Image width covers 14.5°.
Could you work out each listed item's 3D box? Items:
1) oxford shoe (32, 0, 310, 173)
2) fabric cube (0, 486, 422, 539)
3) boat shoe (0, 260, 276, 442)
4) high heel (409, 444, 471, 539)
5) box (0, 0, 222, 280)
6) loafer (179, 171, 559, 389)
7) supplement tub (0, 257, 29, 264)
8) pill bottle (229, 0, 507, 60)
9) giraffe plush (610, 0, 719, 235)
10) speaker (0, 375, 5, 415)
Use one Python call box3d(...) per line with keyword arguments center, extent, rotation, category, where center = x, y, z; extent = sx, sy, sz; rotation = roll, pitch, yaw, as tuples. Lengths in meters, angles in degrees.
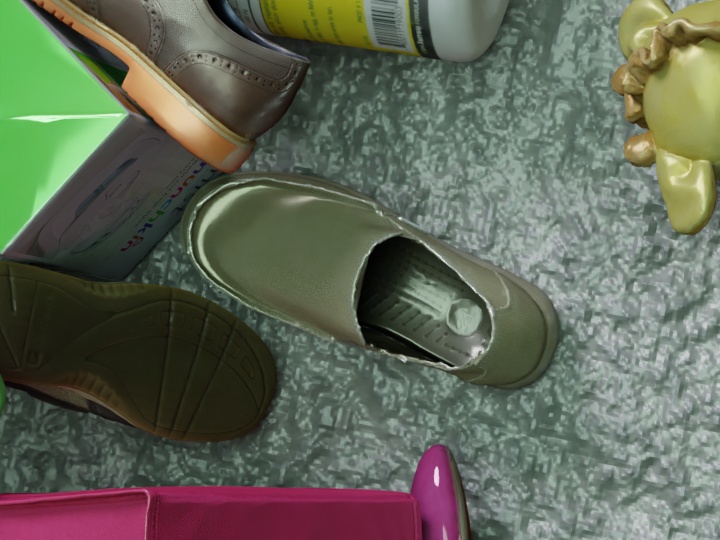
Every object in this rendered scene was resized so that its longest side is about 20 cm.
box3d(center=(-0.108, -0.138, 1.311), extent=(0.200, 0.071, 0.073), rotation=(43, 103, 0), category="oxford shoe")
box3d(center=(-0.106, 0.198, 1.292), extent=(0.196, 0.199, 0.200), rotation=(-5, 83, 36), category="fabric cube")
box3d(center=(-0.132, 0.033, 1.365), extent=(0.066, 0.201, 0.072), rotation=(15, 89, 52), category="boat shoe")
box3d(center=(0.006, 0.183, 1.357), extent=(0.096, 0.067, 0.200), rotation=(1, 89, 4), category="high heel")
box3d(center=(-0.180, -0.098, 1.375), extent=(0.097, 0.176, 0.200), rotation=(-46, 76, 8), category="box")
box3d(center=(0.000, 0.000, 1.376), extent=(0.200, 0.068, 0.076), rotation=(19, 90, 15), category="loafer")
box3d(center=(-0.270, 0.017, 1.405), extent=(0.200, 0.144, 0.144), rotation=(-44, 77, 8), category="supplement tub")
box3d(center=(-0.030, -0.170, 1.368), extent=(0.200, 0.112, 0.113), rotation=(10, 88, 15), category="pill bottle")
box3d(center=(0.201, -0.093, 1.298), extent=(0.200, 0.173, 0.162), rotation=(41, 123, -14), category="giraffe plush")
box3d(center=(-0.249, 0.012, 1.269), extent=(0.200, 0.088, 0.088), rotation=(42, 96, 26), category="speaker")
